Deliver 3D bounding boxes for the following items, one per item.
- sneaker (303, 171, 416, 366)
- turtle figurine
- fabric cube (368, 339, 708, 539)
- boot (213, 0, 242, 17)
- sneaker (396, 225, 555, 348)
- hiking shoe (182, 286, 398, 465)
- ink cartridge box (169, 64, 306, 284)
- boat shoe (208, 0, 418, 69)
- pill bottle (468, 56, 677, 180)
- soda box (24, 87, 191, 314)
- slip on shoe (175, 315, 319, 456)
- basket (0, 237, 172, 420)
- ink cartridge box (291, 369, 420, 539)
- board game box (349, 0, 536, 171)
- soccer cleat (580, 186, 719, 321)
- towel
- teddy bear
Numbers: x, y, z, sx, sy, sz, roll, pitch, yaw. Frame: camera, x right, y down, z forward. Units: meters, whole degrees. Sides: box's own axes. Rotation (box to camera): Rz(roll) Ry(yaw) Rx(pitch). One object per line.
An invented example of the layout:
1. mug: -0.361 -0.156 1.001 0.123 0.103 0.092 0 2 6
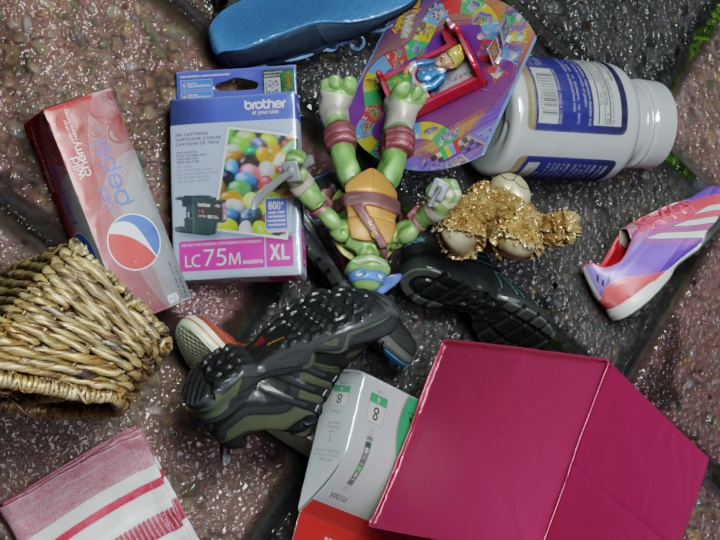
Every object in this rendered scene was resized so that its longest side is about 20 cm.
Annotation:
1. sneaker: 0.000 0.000 1.563 0.082 0.073 0.200 -39 102 -16
2. turtle figurine: 0.011 -0.094 1.464 0.200 0.143 0.195 50 33 -51
3. fabric cube: 0.165 0.202 1.523 0.199 0.195 0.201 41 66 -42
4. boot: -0.054 -0.324 1.539 0.173 0.069 0.201 -13 131 -31
5. sneaker: 0.119 0.012 1.624 0.200 0.075 0.080 32 42 -34
6. hiking shoe: -0.052 0.089 1.449 0.199 0.076 0.101 -26 124 -2
7. ink cartridge box: -0.112 -0.090 1.513 0.118 0.042 0.201 -3 80 5
8. boat shoe: -0.043 -0.239 1.553 0.199 0.069 0.085 -12 68 -1
9. pill bottle: 0.209 -0.150 1.664 0.199 0.120 0.121 1 83 -26
10. soda box: -0.223 -0.053 1.469 0.070 0.063 0.201 -22 93 -28
11. slip on shoe: -0.087 0.098 1.515 0.200 0.074 0.061 38 63 -23
12. basket: -0.259 0.082 1.358 0.143 0.200 0.149 46 64 -16
13. ink cartridge box: 0.012 0.209 1.528 0.161 0.050 0.201 30 66 -48
14. board game box: 0.069 -0.192 1.586 0.201 0.157 0.039 -64 152 -18
15. soccer cleat: 0.311 -0.034 1.733 0.200 0.068 0.073 -43 99 -22
16. towel: -0.209 0.255 1.461 0.144 0.023 0.201 -30 98 -25
17. teddy bear: 0.129 -0.051 1.555 0.200 0.144 0.067 -18 111 -61
